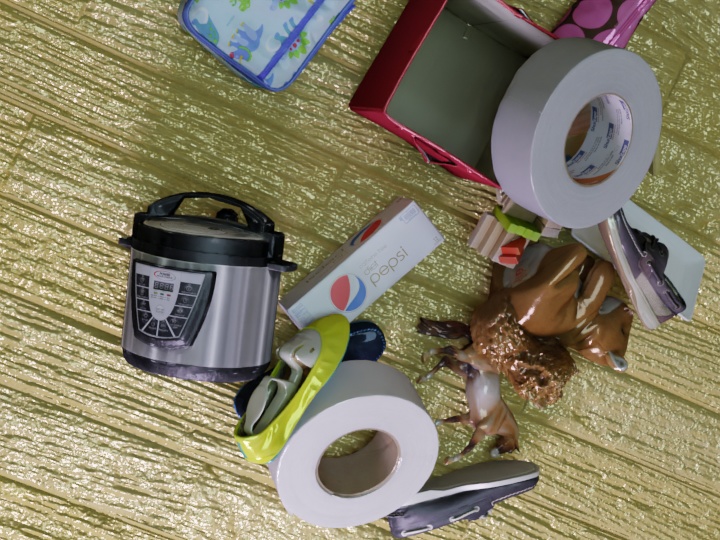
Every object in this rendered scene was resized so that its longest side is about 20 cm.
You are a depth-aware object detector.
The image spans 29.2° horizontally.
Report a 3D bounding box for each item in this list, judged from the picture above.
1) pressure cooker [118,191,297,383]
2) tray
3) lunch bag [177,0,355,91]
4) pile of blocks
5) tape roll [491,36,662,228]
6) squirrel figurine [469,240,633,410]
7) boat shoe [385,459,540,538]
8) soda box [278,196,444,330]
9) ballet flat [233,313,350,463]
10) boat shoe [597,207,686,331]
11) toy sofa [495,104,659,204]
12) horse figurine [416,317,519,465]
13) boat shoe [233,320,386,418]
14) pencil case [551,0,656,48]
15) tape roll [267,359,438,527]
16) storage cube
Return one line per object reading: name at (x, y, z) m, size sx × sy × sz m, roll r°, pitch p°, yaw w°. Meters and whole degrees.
pressure cooker at (-0.178, 0.013, 1.549) m, size 0.175 × 0.179 × 0.201 m, roll 5°, pitch 98°, yaw -27°
tray at (0.344, -0.026, 1.726) m, size 0.200 × 0.022 × 0.108 m, roll 35°, pitch 53°, yaw -15°
lunch bag at (-0.095, -0.314, 1.570) m, size 0.161 × 0.082 × 0.200 m, roll 39°, pitch 89°, yaw -18°
pile of blocks at (0.218, -0.077, 1.613) m, size 0.200 × 0.062 × 0.082 m, roll -41°, pitch 127°, yaw 6°
tape roll at (0.237, -0.150, 1.508) m, size 0.200 × 0.066 × 0.201 m, roll -17°, pitch 119°, yaw -32°
squirrel figurine at (0.238, 0.070, 1.682) m, size 0.187 × 0.141 × 0.200 m, roll 42°, pitch 79°, yaw -29°
boat shoe at (0.128, 0.283, 1.710) m, size 0.199 × 0.074 × 0.061 m, roll -13°, pitch 101°, yaw -9°
soda box at (0.000, 0.000, 1.642) m, size 0.200 × 0.068 × 0.064 m, roll -40°, pitch 105°, yaw -5°
ballet flat at (-0.078, 0.122, 1.546) m, size 0.200 × 0.067 × 0.067 m, roll -59°, pitch 135°, yaw -16°
boat shoe at (0.332, -0.014, 1.633) m, size 0.065 × 0.072 × 0.200 m, roll -25°, pitch 124°, yaw 8°
toy sofa at (0.257, -0.142, 1.686) m, size 0.199 × 0.098 × 0.083 m, roll -20°, pitch 126°, yaw -10°
horse figurine at (0.133, 0.146, 1.696) m, size 0.132 × 0.050 × 0.201 m, roll -16°, pitch 94°, yaw -31°
boat shoe at (-0.052, 0.132, 1.647) m, size 0.200 × 0.069 × 0.084 m, roll -35°, pitch 104°, yaw -7°
pencil case at (0.304, -0.307, 1.659) m, size 0.091 × 0.094 × 0.200 m, roll 36°, pitch 88°, yaw -19°
tape roll at (-0.012, 0.206, 1.627) m, size 0.202 × 0.071 × 0.203 m, roll -10°, pitch 126°, yaw -14°
storage cube at (0.112, -0.213, 1.582) m, size 0.171 × 0.180 × 0.200 m, roll 30°, pitch 91°, yaw -16°
